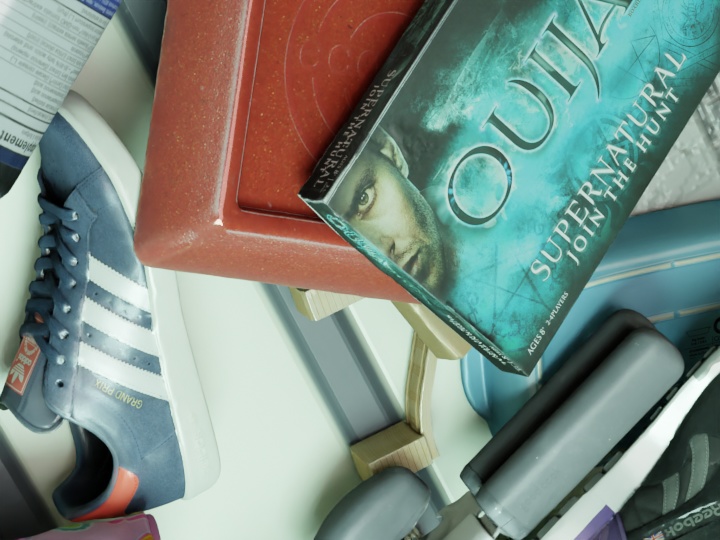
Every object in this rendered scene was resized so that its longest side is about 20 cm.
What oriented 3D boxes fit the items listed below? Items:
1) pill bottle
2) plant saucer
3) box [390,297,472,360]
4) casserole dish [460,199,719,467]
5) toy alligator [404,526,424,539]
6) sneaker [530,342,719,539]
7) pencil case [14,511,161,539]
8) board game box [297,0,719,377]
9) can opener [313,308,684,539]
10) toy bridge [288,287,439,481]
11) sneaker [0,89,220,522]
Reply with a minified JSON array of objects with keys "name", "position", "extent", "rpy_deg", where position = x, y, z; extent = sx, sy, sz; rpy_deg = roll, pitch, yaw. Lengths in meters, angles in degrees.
[{"name":"pill bottle","position":[-0.172,-0.098,1.158],"extent":[0.112,0.112,0.200],"rpy_deg":[30,93,-24]},{"name":"plant saucer","position":[0.009,-0.088,1.220],"extent":[0.199,0.037,0.200],"rpy_deg":[8,90,-30]},{"name":"box","position":[0.035,-0.083,1.270],"extent":[0.164,0.021,0.200],"rpy_deg":[-47,115,-17]},{"name":"casserole dish","position":[0.147,0.035,1.349],"extent":[0.200,0.039,0.121],"rpy_deg":[-11,108,-18]},{"name":"toy alligator","position":[0.101,0.153,1.353],"extent":[0.200,0.054,0.059],"rpy_deg":[13,99,-22]},{"name":"sneaker","position":[0.165,0.106,1.295],"extent":[0.088,0.076,0.200],"rpy_deg":[43,91,19]},{"name":"pencil case","position":[-0.180,0.158,1.223],"extent":[0.200,0.087,0.088],"rpy_deg":[-8,106,-8]},{"name":"board game box","position":[0.075,-0.073,1.222],"extent":[0.135,0.028,0.200],"rpy_deg":[39,76,-28]},{"name":"can opener","position":[0.058,0.089,1.287],"extent":[0.200,0.053,0.067],"rpy_deg":[-46,113,3]},{"name":"toy bridge","position":[0.000,0.000,1.292],"extent":[0.067,0.027,0.200],"rpy_deg":[-25,111,-14]},{"name":"sneaker","position":[-0.125,0.022,1.226],"extent":[0.084,0.075,0.200],"rpy_deg":[-21,110,-18]}]
